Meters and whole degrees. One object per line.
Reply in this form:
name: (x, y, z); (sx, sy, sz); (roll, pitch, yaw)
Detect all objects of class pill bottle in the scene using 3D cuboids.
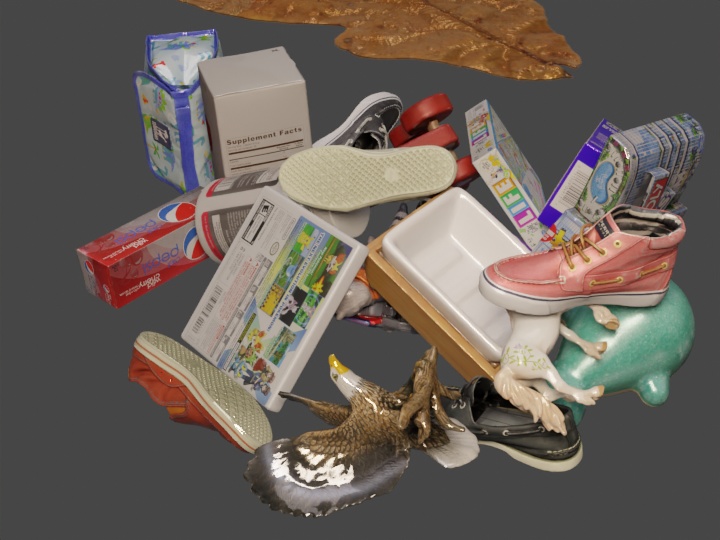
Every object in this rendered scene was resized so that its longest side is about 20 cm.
pill bottle: (-0.092, -0.068, 1.619); (0.200, 0.111, 0.111); (-7, 26, 37)

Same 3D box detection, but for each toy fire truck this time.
toy fire truck: (0.050, -0.126, 1.705); (0.168, 0.112, 0.200); (-26, -5, -12)

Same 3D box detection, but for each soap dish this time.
soap dish: (0.115, 0.019, 1.468); (0.200, 0.081, 0.157); (45, 51, 12)

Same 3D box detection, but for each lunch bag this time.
lunch bag: (-0.240, -0.214, 1.867); (0.127, 0.170, 0.200); (-8, 34, -5)

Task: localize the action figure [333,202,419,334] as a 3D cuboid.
action figure: (0.000, 0.000, 1.565); (0.199, 0.105, 0.193); (9, 26, 20)

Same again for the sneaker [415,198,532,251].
sneaker: (0.151, -0.043, 1.635); (0.083, 0.081, 0.200); (-13, 34, -35)

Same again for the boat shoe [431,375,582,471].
boat shoe: (0.128, 0.139, 1.356); (0.199, 0.066, 0.074); (19, 40, 33)

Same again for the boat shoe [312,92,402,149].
boat shoe: (0.007, -0.180, 1.871); (0.068, 0.072, 0.200); (18, 41, 35)

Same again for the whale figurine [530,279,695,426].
whale figurine: (0.257, 0.074, 1.390); (0.200, 0.104, 0.159); (-35, 71, -25)

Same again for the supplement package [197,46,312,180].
supplement package: (-0.131, -0.167, 1.749); (0.119, 0.200, 0.121); (-12, 32, -11)

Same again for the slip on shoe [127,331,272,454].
slip on shoe: (-0.169, 0.136, 1.416); (0.200, 0.061, 0.074); (33, 15, 29)

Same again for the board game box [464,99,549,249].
board game box: (0.182, -0.120, 1.668); (0.034, 0.135, 0.200); (-32, 18, 14)

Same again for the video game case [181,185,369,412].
video game case: (-0.097, 0.027, 1.481); (0.022, 0.200, 0.182); (27, 4, -46)

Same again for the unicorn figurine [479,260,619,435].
unicorn figurine: (0.176, 0.060, 1.325); (0.137, 0.074, 0.200); (22, 36, 0)

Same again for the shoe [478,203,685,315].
shoe: (0.214, -0.015, 1.302); (0.199, 0.091, 0.072); (-1, 38, -17)

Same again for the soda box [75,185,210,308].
soda box: (-0.247, -0.031, 1.680); (0.070, 0.064, 0.200); (24, 43, 39)

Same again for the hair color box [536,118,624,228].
hair color box: (0.276, -0.108, 1.621); (0.065, 0.109, 0.200); (33, 21, 4)

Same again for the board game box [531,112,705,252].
board game box: (0.281, -0.060, 1.483); (0.200, 0.200, 0.062); (-20, 52, -43)

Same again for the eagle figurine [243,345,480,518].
eagle figurine: (0.000, 0.149, 1.323); (0.152, 0.200, 0.151); (8, 54, -48)

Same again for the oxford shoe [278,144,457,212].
oxford shoe: (0.009, -0.104, 1.516); (0.199, 0.075, 0.058); (-4, 0, 6)
